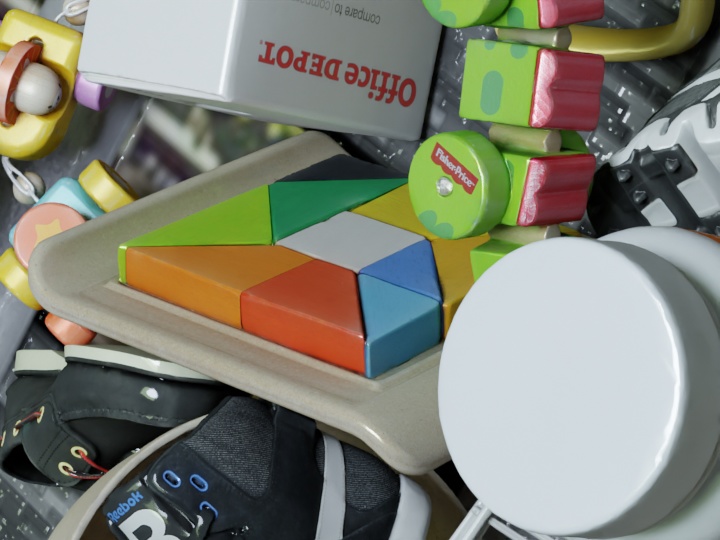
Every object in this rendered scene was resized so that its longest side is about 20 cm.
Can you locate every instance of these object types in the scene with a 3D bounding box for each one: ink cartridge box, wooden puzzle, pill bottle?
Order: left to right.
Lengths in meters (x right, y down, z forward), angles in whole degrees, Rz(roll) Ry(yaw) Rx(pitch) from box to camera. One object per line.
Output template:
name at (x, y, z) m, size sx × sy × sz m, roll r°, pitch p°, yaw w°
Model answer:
ink cartridge box at (-0.025, -0.162, 1.115) m, size 0.084 × 0.146 × 0.202 m, roll 12°, pitch 93°, yaw 35°
wooden puzzle at (0.000, 0.000, 1.058) m, size 0.199 × 0.184 × 0.038 m, roll 24°, pitch 123°, yaw 34°
pill bottle at (0.121, 0.045, 0.948) m, size 0.114 × 0.199 × 0.115 m, roll -4°, pitch 83°, yaw 36°

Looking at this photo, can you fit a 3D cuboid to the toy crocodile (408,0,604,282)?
toy crocodile at (0.062, -0.073, 0.988) m, size 0.061 × 0.067 × 0.202 m, roll 9°, pitch 101°, yaw 43°

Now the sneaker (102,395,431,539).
sneaker at (-0.053, 0.129, 0.970) m, size 0.073 × 0.112 × 0.201 m, roll -45°, pitch 16°, yaw 42°

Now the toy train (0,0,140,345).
toy train at (-0.104, -0.065, 1.194) m, size 0.149 × 0.056 × 0.202 m, roll -6°, pitch 84°, yaw 13°

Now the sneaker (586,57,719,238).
sneaker at (0.174, -0.064, 0.987) m, size 0.199 × 0.091 × 0.067 m, roll -20°, pitch 117°, yaw 43°

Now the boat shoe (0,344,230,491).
boat shoe at (-0.105, 0.064, 1.160) m, size 0.201 × 0.073 × 0.064 m, roll 167°, pitch 114°, yaw -66°

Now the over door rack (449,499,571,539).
over door rack at (0.060, 0.182, 1.015) m, size 0.147 × 0.067 × 0.201 m, roll 33°, pitch 87°, yaw -1°

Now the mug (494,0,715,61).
mug at (0.095, -0.193, 1.055) m, size 0.152 × 0.187 × 0.150 m, roll 5°, pitch 56°, yaw 29°

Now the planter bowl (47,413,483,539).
planter bowl at (-0.057, 0.161, 1.094) m, size 0.135 × 0.199 × 0.202 m, roll -19°, pitch 72°, yaw 61°
